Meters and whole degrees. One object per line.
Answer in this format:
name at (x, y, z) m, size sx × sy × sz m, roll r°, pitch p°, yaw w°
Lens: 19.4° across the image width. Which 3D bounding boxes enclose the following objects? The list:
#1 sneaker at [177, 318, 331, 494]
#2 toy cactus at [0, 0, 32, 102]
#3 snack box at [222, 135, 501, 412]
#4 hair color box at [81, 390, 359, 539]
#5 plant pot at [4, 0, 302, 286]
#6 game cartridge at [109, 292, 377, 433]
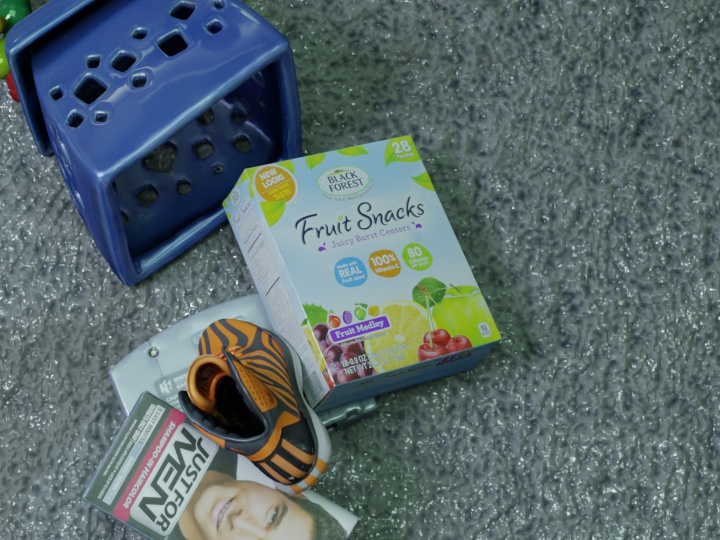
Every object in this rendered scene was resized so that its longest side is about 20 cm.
sneaker at (-0.098, 0.082, 1.641) m, size 0.078 × 0.112 × 0.200 m, roll -47°, pitch 40°, yaw 5°
toy cactus at (-0.275, -0.253, 1.845) m, size 0.165 × 0.102 × 0.200 m, roll 37°, pitch 81°, yaw 20°
snack box at (0.000, 0.000, 1.747) m, size 0.168 × 0.068 × 0.201 m, roll -14°, pitch 70°, yaw -30°
hair color box at (-0.112, 0.189, 1.677) m, size 0.199 × 0.061 × 0.099 m, roll 31°, pitch 80°, yaw -5°
plant pot at (-0.178, -0.142, 1.751) m, size 0.199 × 0.200 × 0.180 m, roll -36°, pitch 69°, yaw -14°
game cartridge at (-0.101, 0.093, 1.752) m, size 0.199 × 0.041 × 0.134 m, roll -20°, pitch 76°, yaw -10°
